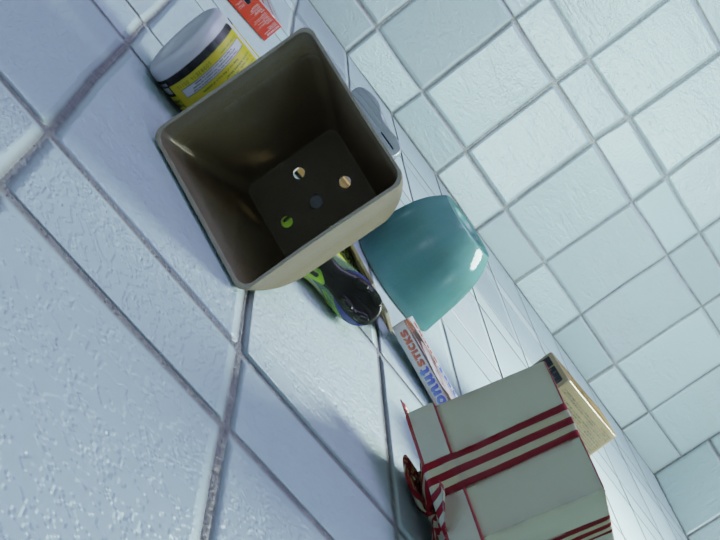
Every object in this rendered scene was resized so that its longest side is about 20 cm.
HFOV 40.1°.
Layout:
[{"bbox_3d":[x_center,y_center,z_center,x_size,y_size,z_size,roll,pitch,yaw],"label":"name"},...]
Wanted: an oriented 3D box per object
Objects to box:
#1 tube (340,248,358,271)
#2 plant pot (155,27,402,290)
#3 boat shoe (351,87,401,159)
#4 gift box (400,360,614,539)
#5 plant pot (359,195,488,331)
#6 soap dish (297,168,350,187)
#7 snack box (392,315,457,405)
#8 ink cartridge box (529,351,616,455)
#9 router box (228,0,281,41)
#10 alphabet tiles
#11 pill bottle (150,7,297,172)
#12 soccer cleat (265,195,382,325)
[{"bbox_3d":[-0.038,-0.024,1.312,0.201,0.051,0.059,54,45,-36],"label":"tube"},{"bbox_3d":[-0.070,-0.097,1.074,0.202,0.198,0.177,58,3,16],"label":"plant pot"},{"bbox_3d":[0.032,-0.355,2.435,0.202,0.071,0.062,60,-12,6],"label":"boat shoe"},{"bbox_3d":[0.142,0.216,1.030,0.186,0.184,0.202,-110,176,-46],"label":"gift box"},{"bbox_3d":[0.117,-0.028,1.646,0.202,0.160,0.201,51,13,-17],"label":"plant pot"},{"bbox_3d":[-0.051,-0.173,1.566,0.200,0.081,0.158,49,14,-29],"label":"soap dish"},{"bbox_3d":[0.109,0.161,1.415,0.202,0.024,0.072,61,12,4],"label":"snack box"},{"bbox_3d":[0.306,0.252,1.630,0.200,0.164,0.076,46,12,-39],"label":"ink cartridge box"},{"bbox_3d":[-0.244,-0.575,1.946,0.179,0.048,0.202,44,17,-43],"label":"router box"},{"bbox_3d":[0.000,0.000,1.346,0.168,0.006,0.200,61,-3,15],"label":"alphabet tiles"},{"bbox_3d":[-0.149,-0.201,1.186,0.201,0.112,0.113,49,13,-25],"label":"pill bottle"},{"bbox_3d":[-0.053,-0.008,1.219,0.201,0.065,0.083,48,-16,-14],"label":"soccer cleat"}]
